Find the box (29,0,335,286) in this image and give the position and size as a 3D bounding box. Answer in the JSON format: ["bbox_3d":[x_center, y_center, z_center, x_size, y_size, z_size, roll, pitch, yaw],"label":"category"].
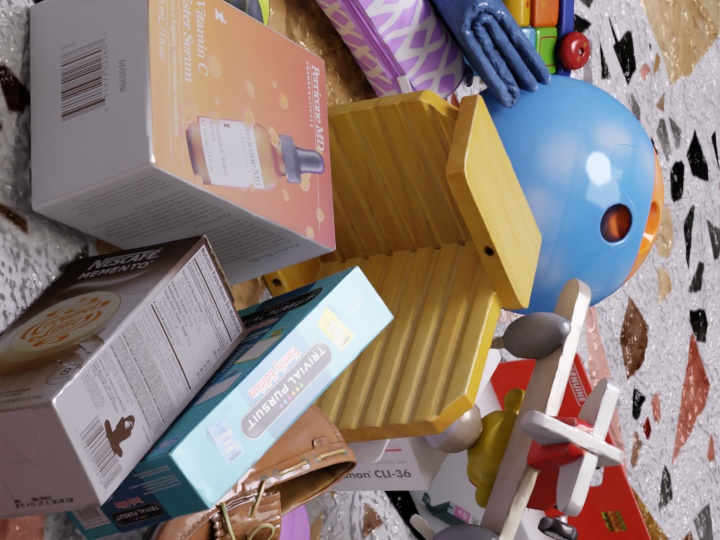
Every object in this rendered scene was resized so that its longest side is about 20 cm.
[{"bbox_3d":[-0.118,-0.095,1.573,0.200,0.106,0.153,24,55,-51],"label":"box"}]

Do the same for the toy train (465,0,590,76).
[{"bbox_3d":[0.141,-0.267,2.054,0.116,0.084,0.201,-10,106,-45],"label":"toy train"}]

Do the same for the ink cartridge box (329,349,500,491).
[{"bbox_3d":[0.013,0.105,1.757,0.200,0.116,0.068,-56,132,-46],"label":"ink cartridge box"}]

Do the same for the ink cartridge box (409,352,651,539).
[{"bbox_3d":[0.122,0.165,1.864,0.044,0.173,0.200,-53,127,-49],"label":"ink cartridge box"}]

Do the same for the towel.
[{"bbox_3d":[0.085,-0.219,1.906,0.112,0.048,0.200,53,4,-36],"label":"towel"}]

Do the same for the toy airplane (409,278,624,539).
[{"bbox_3d":[0.111,0.126,1.669,0.200,0.141,0.200,-65,175,-60],"label":"toy airplane"}]

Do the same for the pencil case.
[{"bbox_3d":[0.009,-0.206,1.847,0.200,0.084,0.086,52,40,-37],"label":"pencil case"}]

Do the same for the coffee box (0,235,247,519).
[{"bbox_3d":[-0.172,0.067,1.472,0.200,0.114,0.080,-52,125,-51],"label":"coffee box"}]

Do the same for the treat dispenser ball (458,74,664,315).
[{"bbox_3d":[0.151,-0.062,1.935,0.201,0.200,0.202,18,68,-55],"label":"treat dispenser ball"}]

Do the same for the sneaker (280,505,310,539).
[{"bbox_3d":[-0.078,0.221,1.631,0.114,0.072,0.201,48,45,-47],"label":"sneaker"}]

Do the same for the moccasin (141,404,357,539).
[{"bbox_3d":[-0.077,0.164,1.553,0.078,0.074,0.201,41,40,14],"label":"moccasin"}]

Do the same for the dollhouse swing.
[{"bbox_3d":[0.000,0.000,1.679,0.176,0.199,0.182,-56,130,-46],"label":"dollhouse swing"}]

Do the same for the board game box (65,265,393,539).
[{"bbox_3d":[-0.089,0.087,1.517,0.200,0.151,0.047,-45,105,-36],"label":"board game box"}]

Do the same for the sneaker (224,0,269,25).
[{"bbox_3d":[-0.140,-0.216,1.636,0.200,0.074,0.081,46,53,-34],"label":"sneaker"}]
